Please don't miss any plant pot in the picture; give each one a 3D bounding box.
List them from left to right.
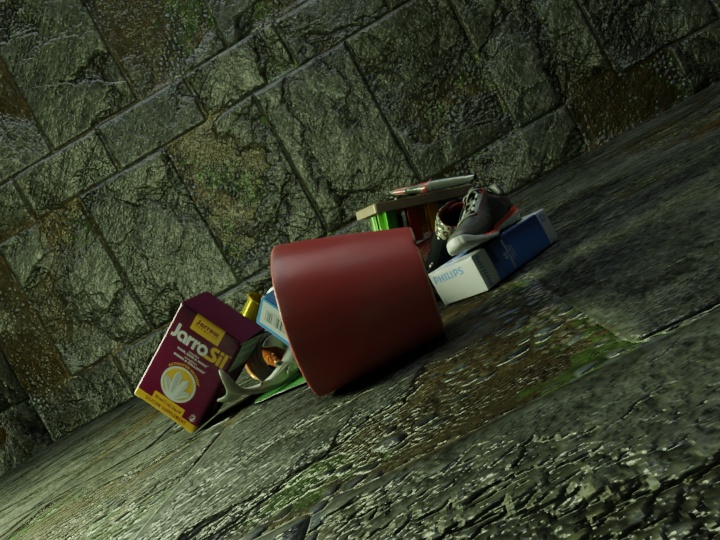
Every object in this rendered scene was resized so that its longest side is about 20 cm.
[{"bbox_3d":[0.002,0.037,0.863,0.177,0.201,0.200,-18,3,5],"label":"plant pot"}]

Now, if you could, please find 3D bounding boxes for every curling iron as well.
[{"bbox_3d":[0.135,-0.163,1.299,0.200,0.026,0.050,-9,6,45],"label":"curling iron"}]

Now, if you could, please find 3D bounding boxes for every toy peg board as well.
[{"bbox_3d":[0.111,-0.098,1.378,0.199,0.098,0.200,-12,3,-10],"label":"toy peg board"}]

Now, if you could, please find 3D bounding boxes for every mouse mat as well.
[{"bbox_3d":[-0.070,0.160,1.123,0.200,0.008,0.161,-26,4,36],"label":"mouse mat"}]

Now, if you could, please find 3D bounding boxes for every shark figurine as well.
[{"bbox_3d":[-0.131,0.161,1.141,0.214,0.128,0.090,-49,-15,-23],"label":"shark figurine"}]

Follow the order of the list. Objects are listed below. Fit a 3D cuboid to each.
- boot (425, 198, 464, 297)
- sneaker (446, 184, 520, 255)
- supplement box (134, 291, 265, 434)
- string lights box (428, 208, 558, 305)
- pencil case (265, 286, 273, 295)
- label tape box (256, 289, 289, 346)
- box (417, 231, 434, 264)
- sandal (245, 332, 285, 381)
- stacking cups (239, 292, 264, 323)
[{"bbox_3d":[0.179,-0.059,1.183,0.204,0.073,0.154,-39,-31,-41],"label":"boot"},{"bbox_3d":[0.176,-0.084,1.054,0.077,0.082,0.200,-26,3,36],"label":"sneaker"},{"bbox_3d":[-0.280,0.159,1.189,0.200,0.131,0.103,-60,-7,15],"label":"supplement box"},{"bbox_3d":[0.212,-0.024,1.079,0.200,0.059,0.103,-31,3,-37],"label":"string lights box"},{"bbox_3d":[-0.107,0.082,1.398,0.091,0.083,0.200,-1,-11,34],"label":"pencil case"},{"bbox_3d":[-0.048,0.061,1.119,0.200,0.144,0.063,-32,-33,-48],"label":"label tape box"},{"bbox_3d":[0.155,-0.029,1.404,0.100,0.096,0.200,-27,3,4],"label":"box"},{"bbox_3d":[-0.190,0.183,1.303,0.059,0.079,0.207,-32,-5,-36],"label":"sandal"},{"bbox_3d":[-0.217,0.141,1.254,0.200,0.060,0.061,-65,-7,13],"label":"stacking cups"}]
